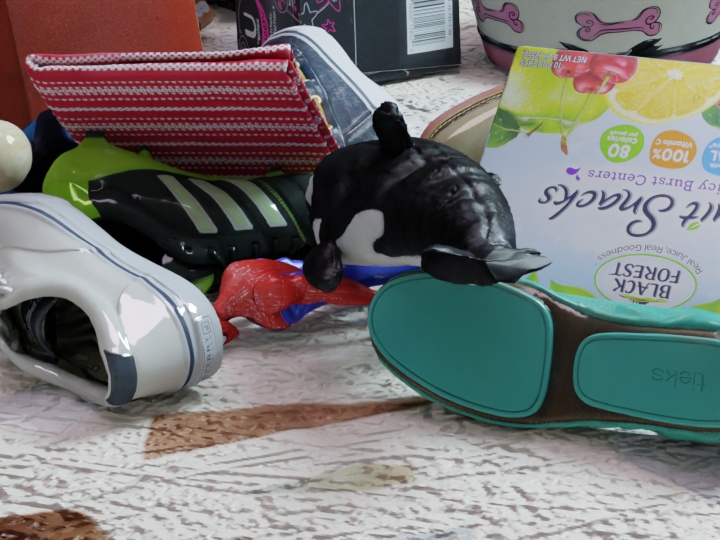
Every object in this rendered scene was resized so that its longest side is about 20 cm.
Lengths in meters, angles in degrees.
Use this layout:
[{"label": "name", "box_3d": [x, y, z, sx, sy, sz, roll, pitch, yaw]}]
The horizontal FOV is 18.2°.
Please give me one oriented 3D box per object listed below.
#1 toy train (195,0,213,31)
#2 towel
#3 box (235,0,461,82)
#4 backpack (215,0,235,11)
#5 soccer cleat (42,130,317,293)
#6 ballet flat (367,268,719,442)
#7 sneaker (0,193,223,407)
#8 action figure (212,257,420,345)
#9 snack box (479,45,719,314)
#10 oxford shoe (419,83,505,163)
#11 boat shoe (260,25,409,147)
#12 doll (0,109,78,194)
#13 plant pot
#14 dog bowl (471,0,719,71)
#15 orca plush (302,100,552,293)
[{"label": "toy train", "box_3d": [-0.140, -0.185, 1.601, 0.056, 0.150, 0.200, 42, 38, 1]}, {"label": "towel", "box_3d": [-0.081, -0.070, 1.198, 0.144, 0.023, 0.200, 0, -21, 13]}, {"label": "box", "box_3d": [-0.012, -0.239, 1.553, 0.131, 0.201, 0.115, -12, 22, -25]}, {"label": "backpack", "box_3d": [-0.048, -0.282, 1.790, 0.199, 0.155, 0.163, -1, 10, -35]}, {"label": "soccer cleat", "box_3d": [-0.070, -0.017, 1.182, 0.199, 0.068, 0.082, 8, 58, -8]}, {"label": "ballet flat", "box_3d": [0.100, 0.042, 1.016, 0.199, 0.068, 0.070, 10, 0, 29]}, {"label": "sneaker", "box_3d": [-0.153, 0.011, 1.091, 0.071, 0.074, 0.199, -16, 25, -40]}, {"label": "action figure", "box_3d": [0.000, 0.000, 1.139, 0.199, 0.052, 0.065, -18, 19, -23]}, {"label": "snack box", "box_3d": [0.154, -0.028, 1.080, 0.199, 0.053, 0.143, 7, 67, 26]}, {"label": "oxford shoe", "box_3d": [0.131, -0.068, 1.276, 0.199, 0.071, 0.075, -8, 27, -11]}, {"label": "boat shoe", "box_3d": [-0.049, -0.100, 1.373, 0.090, 0.071, 0.200, -9, 23, -21]}, {"label": "doll", "box_3d": [-0.160, -0.072, 1.290, 0.136, 0.049, 0.200, -28, -3, 29]}, {"label": "plant pot", "box_3d": [-0.232, -0.162, 1.418, 0.198, 0.201, 0.177, 5, 35, 20]}, {"label": "dog bowl", "box_3d": [0.170, -0.187, 1.579, 0.199, 0.074, 0.200, -1, 21, 1]}, {"label": "orca plush", "box_3d": [0.013, -0.038, 1.034, 0.105, 0.071, 0.200, -24, 18, -1]}]
